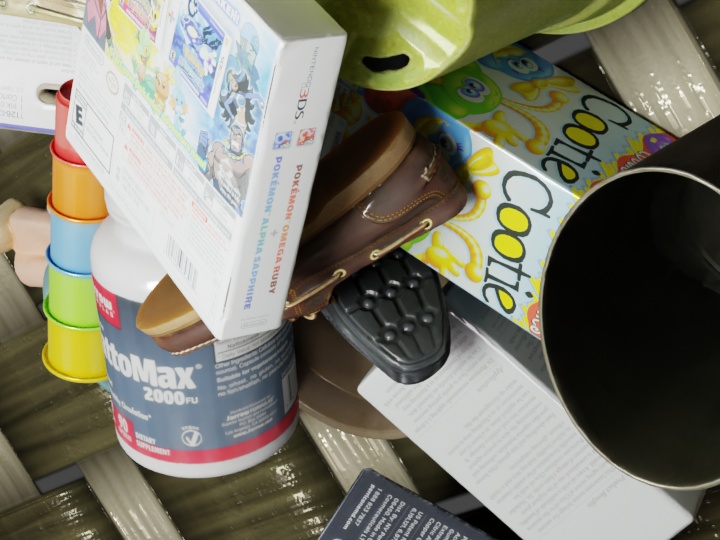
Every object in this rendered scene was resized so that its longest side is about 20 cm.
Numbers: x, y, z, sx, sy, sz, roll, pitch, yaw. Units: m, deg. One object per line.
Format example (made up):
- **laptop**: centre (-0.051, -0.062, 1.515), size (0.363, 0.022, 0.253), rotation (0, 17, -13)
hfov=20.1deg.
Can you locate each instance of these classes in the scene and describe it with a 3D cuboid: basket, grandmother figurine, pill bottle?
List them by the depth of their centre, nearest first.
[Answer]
- **basket**: centre (0.199, -0.010, 1.056), size (0.136, 0.200, 0.181), rotation (21, 126, 26)
- **pill bottle**: centre (-0.104, 0.015, 1.251), size (0.119, 0.120, 0.201), rotation (15, 126, 29)
- **grandmother figurine**: centre (-0.170, -0.009, 1.414), size (0.200, 0.061, 0.121), rotation (8, 165, 43)

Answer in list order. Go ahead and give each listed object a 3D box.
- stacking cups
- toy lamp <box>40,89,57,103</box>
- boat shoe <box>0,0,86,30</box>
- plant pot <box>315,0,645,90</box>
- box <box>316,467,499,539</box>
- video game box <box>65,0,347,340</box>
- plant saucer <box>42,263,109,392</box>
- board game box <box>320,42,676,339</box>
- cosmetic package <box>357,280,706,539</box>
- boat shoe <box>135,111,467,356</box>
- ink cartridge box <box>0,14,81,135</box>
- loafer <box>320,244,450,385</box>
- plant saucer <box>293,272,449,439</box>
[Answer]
- **stacking cups**: centre (-0.173, -0.023, 1.285), size (0.060, 0.060, 0.201), rotation (24, 130, 24)
- **toy lamp**: centre (-0.195, -0.101, 1.386), size (0.200, 0.058, 0.058), rotation (32, 132, 27)
- **boat shoe**: centre (-0.173, -0.170, 1.195), size (0.199, 0.073, 0.063), rotation (18, 122, 6)
- **plant pot**: centre (0.047, -0.187, 1.075), size (0.200, 0.184, 0.201), rotation (18, 126, 27)
- **box**: centre (0.065, 0.256, 1.327), size (0.200, 0.118, 0.197), rotation (26, 156, 22)
- **video game box**: centre (-0.089, -0.096, 1.077), size (0.200, 0.047, 0.183), rotation (50, 140, 40)
- **plant saucer**: centre (-0.141, 0.061, 1.419), size (0.200, 0.027, 0.200), rotation (25, 152, 14)
- **board game box**: centre (0.081, -0.059, 1.183), size (0.200, 0.105, 0.103), rotation (33, 131, 16)
- **cosmetic package**: centre (0.110, 0.095, 1.254), size (0.200, 0.071, 0.101), rotation (42, 127, -2)
- **boat shoe**: centre (-0.033, -0.006, 1.139), size (0.200, 0.071, 0.070), rotation (-32, 121, 19)
- **ink cartridge box**: centre (-0.167, -0.179, 1.250), size (0.197, 0.047, 0.201), rotation (7, 122, 1)
- **loafer**: centre (0.000, 0.000, 1.230), size (0.201, 0.068, 0.071), rotation (56, 163, 40)
- **plant saucer**: centre (-0.007, 0.019, 1.348), size (0.200, 0.029, 0.201), rotation (19, 126, 28)
